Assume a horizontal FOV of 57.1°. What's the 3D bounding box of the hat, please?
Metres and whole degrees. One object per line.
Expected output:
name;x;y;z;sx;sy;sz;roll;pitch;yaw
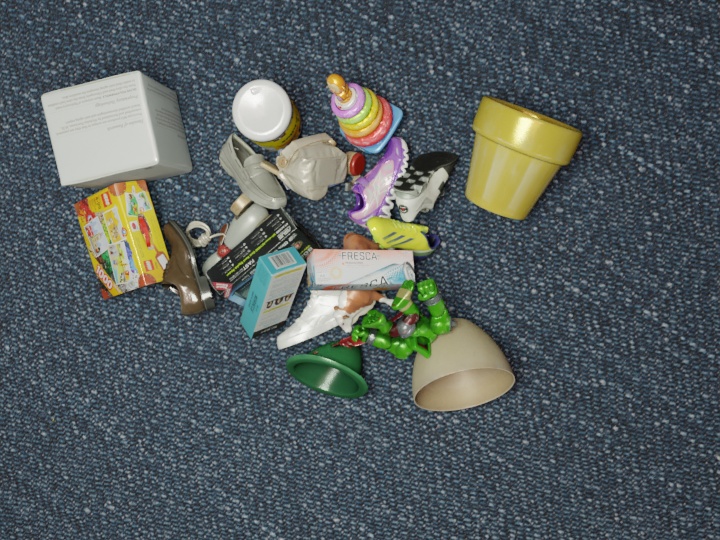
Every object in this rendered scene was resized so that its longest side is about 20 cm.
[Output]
hat;-0.033;0.150;1.364;0.198;0.166;0.177;19;59;1

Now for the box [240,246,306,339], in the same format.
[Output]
box;-0.172;0.046;1.287;0.082;0.201;0.049;-19;59;-36

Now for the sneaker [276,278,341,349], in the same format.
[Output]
sneaker;-0.098;0.073;1.352;0.198;0.074;0.117;-27;91;-6

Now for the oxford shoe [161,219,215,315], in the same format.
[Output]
oxford shoe;-0.351;-0.007;1.275;0.084;0.073;0.202;-19;70;-15

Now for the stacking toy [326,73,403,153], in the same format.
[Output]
stacking toy;-0.013;-0.313;1.251;0.116;0.200;0.110;36;93;26

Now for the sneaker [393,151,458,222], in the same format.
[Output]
sneaker;0.127;-0.166;1.300;0.074;0.200;0.089;19;134;32

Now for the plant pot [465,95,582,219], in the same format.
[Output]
plant pot;0.293;-0.209;1.264;0.199;0.201;0.191;19;110;1

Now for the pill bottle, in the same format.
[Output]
pill bottle;-0.172;-0.289;1.264;0.108;0.200;0.111;0;94;2

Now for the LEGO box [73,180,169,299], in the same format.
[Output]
LEGO box;-0.471;-0.059;1.321;0.148;0.077;0.202;-16;93;35

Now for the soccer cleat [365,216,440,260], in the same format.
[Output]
soccer cleat;0.084;-0.073;1.279;0.083;0.199;0.065;-33;60;25

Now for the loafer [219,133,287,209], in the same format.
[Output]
loafer;-0.211;-0.194;1.299;0.200;0.070;0.070;43;129;26

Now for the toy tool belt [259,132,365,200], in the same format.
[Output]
toy tool belt;-0.093;-0.211;1.296;0.122;0.199;0.126;19;115;30

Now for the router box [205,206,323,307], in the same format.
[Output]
router box;-0.183;-0.016;1.303;0.200;0.150;0.062;-40;66;4

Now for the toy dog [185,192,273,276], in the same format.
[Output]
toy dog;-0.245;-0.074;1.349;0.198;0.096;0.133;-26;95;18

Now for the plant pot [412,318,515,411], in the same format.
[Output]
plant pot;0.188;0.174;1.300;0.198;0.201;0.136;-12;58;3

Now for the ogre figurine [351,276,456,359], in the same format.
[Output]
ogre figurine;0.087;0.102;1.236;0.200;0.098;0.120;-44;113;11

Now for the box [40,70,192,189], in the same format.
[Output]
box;-0.460;-0.260;1.278;0.198;0.199;0.173;-12;93;5

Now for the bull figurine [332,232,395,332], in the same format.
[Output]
bull figurine;0.006;0.024;1.313;0.120;0.065;0.203;9;76;-26

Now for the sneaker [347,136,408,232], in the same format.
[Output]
sneaker;0.031;-0.172;1.315;0.088;0.080;0.202;17;95;-14

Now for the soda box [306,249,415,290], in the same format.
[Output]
soda box;0.000;0.000;1.245;0.197;0.064;0.069;0;77;-17
